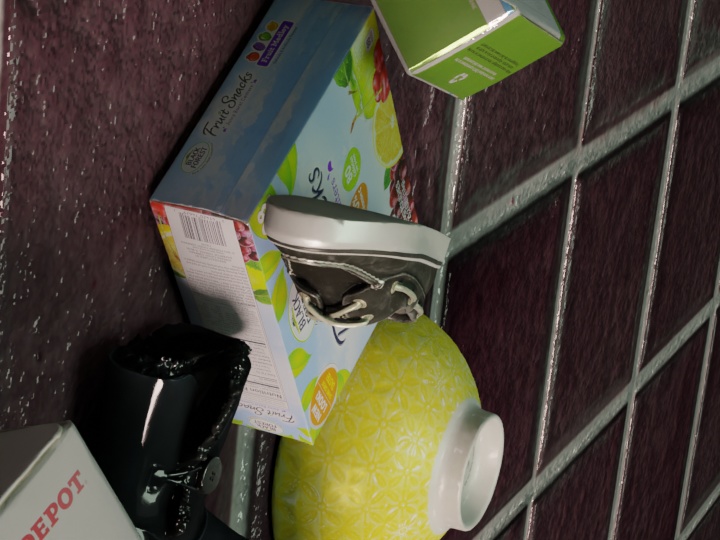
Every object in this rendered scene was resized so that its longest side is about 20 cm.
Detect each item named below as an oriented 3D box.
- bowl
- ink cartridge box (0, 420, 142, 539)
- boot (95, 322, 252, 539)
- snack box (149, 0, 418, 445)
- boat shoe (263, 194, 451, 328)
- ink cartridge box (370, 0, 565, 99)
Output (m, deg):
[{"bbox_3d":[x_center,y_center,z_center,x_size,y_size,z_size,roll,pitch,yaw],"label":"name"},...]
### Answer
[{"bbox_3d":[0.032,0.122,1.453,0.200,0.107,0.201,14,90,-69],"label":"bowl"},{"bbox_3d":[-0.147,0.189,0.976,0.145,0.087,0.200,-54,126,-47],"label":"ink cartridge box"},{"bbox_3d":[-0.086,0.116,1.193,0.200,0.076,0.168,3,104,-62],"label":"boot"},{"bbox_3d":[-0.037,-0.028,1.244,0.169,0.068,0.200,-61,152,-34],"label":"snack box"},{"bbox_3d":[0.000,0.000,1.167,0.200,0.071,0.064,12,91,-69],"label":"boat shoe"},{"bbox_3d":[0.025,-0.186,1.192,0.148,0.076,0.200,65,18,13],"label":"ink cartridge box"}]
